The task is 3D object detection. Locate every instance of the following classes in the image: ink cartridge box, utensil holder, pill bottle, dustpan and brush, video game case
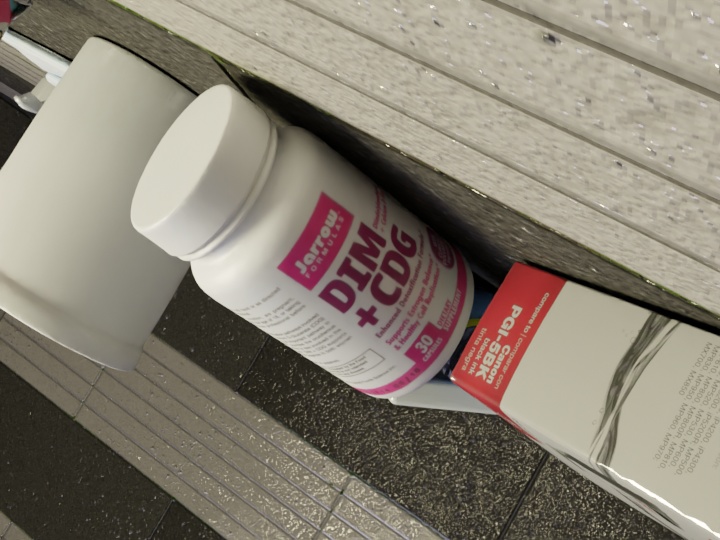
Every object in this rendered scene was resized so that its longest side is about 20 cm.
[{"bbox_3d":[0.164,0.086,0.475,0.146,0.084,0.199,36,174,-33],"label":"ink cartridge box"},{"bbox_3d":[-0.199,-0.053,0.715,0.168,0.203,0.170,30,176,3],"label":"utensil holder"},{"bbox_3d":[-0.032,-0.014,0.553,0.199,0.115,0.113,35,174,-32],"label":"pill bottle"},{"bbox_3d":[-0.393,-0.212,1.184,0.138,0.058,0.200,32,175,6],"label":"dustpan and brush"},{"bbox_3d":[0.113,0.097,0.754,0.195,0.024,0.182,6,179,-3],"label":"video game case"}]

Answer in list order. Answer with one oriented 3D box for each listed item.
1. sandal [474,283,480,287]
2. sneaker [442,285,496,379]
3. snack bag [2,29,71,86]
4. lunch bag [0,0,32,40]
[{"bbox_3d":[0.096,0.045,0.701,0.198,0.049,0.075,32,175,-8],"label":"sandal"},{"bbox_3d":[0.134,0.061,0.635,0.197,0.066,0.079,25,-151,-18],"label":"sneaker"},{"bbox_3d":[-0.301,-0.195,1.015,0.187,0.022,0.200,30,174,32],"label":"snack bag"},{"bbox_3d":[-0.315,-0.210,0.599,0.198,0.083,0.176,29,174,32],"label":"lunch bag"}]
